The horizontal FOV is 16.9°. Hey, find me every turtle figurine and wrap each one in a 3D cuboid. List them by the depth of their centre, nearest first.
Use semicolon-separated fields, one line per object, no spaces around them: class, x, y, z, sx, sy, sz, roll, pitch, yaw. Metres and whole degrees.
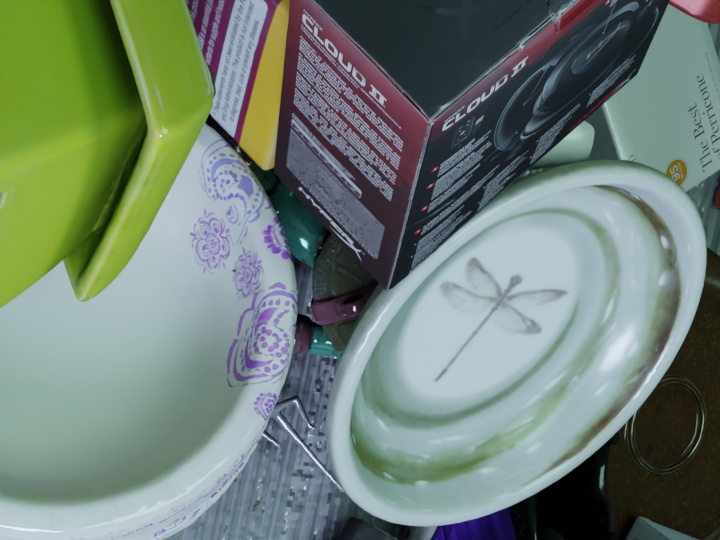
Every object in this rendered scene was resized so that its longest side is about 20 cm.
turtle figurine;0.000;0.000;1.146;0.149;0.101;0.201;-32;109;-25

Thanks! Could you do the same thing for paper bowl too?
paper bowl;-0.130;0.025;1.025;0.200;0.104;0.202;2;71;-7

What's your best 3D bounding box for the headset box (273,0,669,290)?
headset box;0.047;-0.094;0.912;0.149;0.200;0.077;-41;77;-15

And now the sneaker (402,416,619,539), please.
sneaker;0.076;0.143;1.199;0.069;0.099;0.201;-1;113;-38

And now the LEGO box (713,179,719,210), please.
LEGO box;0.318;-0.038;1.312;0.199;0.149;0.078;15;91;-34

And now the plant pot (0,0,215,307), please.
plant pot;-0.169;-0.080;0.902;0.181;0.199;0.201;-13;73;-21

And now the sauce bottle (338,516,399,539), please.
sauce bottle;-0.036;0.216;1.176;0.066;0.066;0.201;34;81;-33

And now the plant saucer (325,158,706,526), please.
plant saucer;0.062;0.024;1.082;0.199;0.050;0.201;-22;137;-22

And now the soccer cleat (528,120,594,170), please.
soccer cleat;0.058;-0.098;1.110;0.077;0.200;0.070;13;118;-11

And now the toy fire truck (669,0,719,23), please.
toy fire truck;0.089;-0.190;1.094;0.199;0.168;0.112;29;121;-2

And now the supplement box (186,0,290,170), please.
supplement box;-0.061;-0.162;0.997;0.103;0.131;0.200;-40;80;-21

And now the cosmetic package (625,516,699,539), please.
cosmetic package;0.167;0.248;1.305;0.150;0.052;0.201;23;97;-32

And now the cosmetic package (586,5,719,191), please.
cosmetic package;0.127;-0.132;1.228;0.082;0.051;0.201;-32;114;-24

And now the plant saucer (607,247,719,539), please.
plant saucer;0.155;0.080;1.297;0.200;0.034;0.201;-7;104;-33
